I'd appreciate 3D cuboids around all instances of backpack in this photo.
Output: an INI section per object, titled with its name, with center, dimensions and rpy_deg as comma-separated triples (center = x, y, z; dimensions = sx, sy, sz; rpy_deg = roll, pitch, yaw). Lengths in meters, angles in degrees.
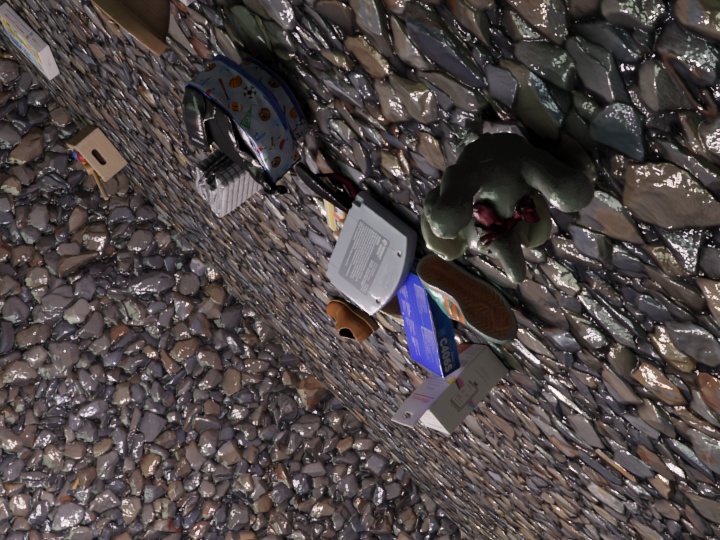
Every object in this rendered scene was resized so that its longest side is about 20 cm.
[backpack]
center = -0.181, -0.244, 1.474
dimensions = 0.200, 0.154, 0.191
rpy_deg = 32, 169, 25

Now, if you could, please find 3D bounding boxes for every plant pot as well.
[plant pot]
center = -0.376, -0.450, 1.526
dimensions = 0.201, 0.093, 0.201
rpy_deg = 43, -176, -3

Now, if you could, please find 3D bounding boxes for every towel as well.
[towel]
center = -0.218, -0.191, 1.700
dimensions = 0.086, 0.165, 0.200
rpy_deg = 51, 166, 5

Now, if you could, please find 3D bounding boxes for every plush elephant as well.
[plush elephant]
center = 0.150, -0.061, 1.027
dimensions = 0.200, 0.164, 0.155
rpy_deg = -105, -1, -54

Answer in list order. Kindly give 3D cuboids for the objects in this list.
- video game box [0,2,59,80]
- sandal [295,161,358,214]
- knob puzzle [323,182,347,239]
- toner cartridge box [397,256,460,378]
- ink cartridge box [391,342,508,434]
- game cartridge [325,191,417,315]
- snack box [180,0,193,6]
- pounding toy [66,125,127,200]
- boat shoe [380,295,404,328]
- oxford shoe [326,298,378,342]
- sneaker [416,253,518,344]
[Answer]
[video game box]
center = -0.986, -0.677, 2.791
dimensions = 0.182, 0.047, 0.200
rpy_deg = 43, 166, 2
[sandal]
center = -0.026, -0.127, 1.590
dimensions = 0.200, 0.045, 0.075
rpy_deg = 35, 175, -16
[knob puzzle]
center = 0.001, -0.052, 1.722
dimensions = 0.220, 0.030, 0.220
rpy_deg = 42, 165, 14
[toner cartridge box]
center = 0.113, 0.078, 1.612
dimensions = 0.095, 0.043, 0.200
rpy_deg = 27, 138, 50
[ink cartridge box]
center = 0.158, 0.224, 1.687
dimensions = 0.068, 0.200, 0.116
rpy_deg = 49, 166, -11
[game cartridge]
center = 0.020, -0.022, 1.564
dimensions = 0.133, 0.040, 0.200
rpy_deg = 42, 137, 17
[snack box]
center = -0.336, -0.499, 1.466
dimensions = 0.200, 0.024, 0.072
rpy_deg = 43, 167, 11
[pounding toy]
center = -0.890, -0.366, 3.173
dimensions = 0.200, 0.142, 0.184
rpy_deg = 53, 164, -26
[boat shoe]
center = 0.084, 0.074, 1.750
dimensions = 0.200, 0.072, 0.065
rpy_deg = 30, 159, 24
[oxford shoe]
center = -0.039, 0.119, 2.230
dimensions = 0.071, 0.071, 0.200
rpy_deg = 52, 166, -28
[sneaker]
center = 0.172, 0.052, 1.459
dimensions = 0.200, 0.071, 0.080
rpy_deg = 43, 171, 33
